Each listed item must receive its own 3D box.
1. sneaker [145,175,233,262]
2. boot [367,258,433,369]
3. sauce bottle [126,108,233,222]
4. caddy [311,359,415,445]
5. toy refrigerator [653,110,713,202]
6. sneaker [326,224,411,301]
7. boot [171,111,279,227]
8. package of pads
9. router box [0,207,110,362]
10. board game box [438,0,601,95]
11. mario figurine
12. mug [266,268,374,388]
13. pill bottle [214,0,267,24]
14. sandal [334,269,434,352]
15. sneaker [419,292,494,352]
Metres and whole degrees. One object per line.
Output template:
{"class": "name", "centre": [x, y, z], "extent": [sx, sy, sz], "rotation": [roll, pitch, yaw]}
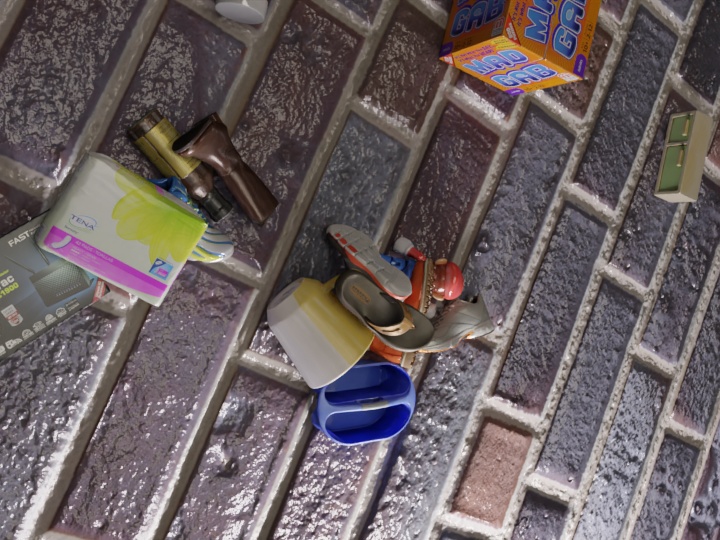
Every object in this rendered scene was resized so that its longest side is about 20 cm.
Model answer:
{"class": "sneaker", "centre": [-0.278, -0.083, 1.186], "extent": [0.200, 0.076, 0.105], "rotation": [18, 124, -27]}
{"class": "boot", "centre": [0.070, 0.066, 1.355], "extent": [0.107, 0.075, 0.201], "rotation": [18, 95, 12]}
{"class": "sauce bottle", "centre": [-0.284, -0.163, 1.208], "extent": [0.065, 0.065, 0.200], "rotation": [-46, 113, -19]}
{"class": "caddy", "centre": [0.004, 0.235, 1.361], "extent": [0.199, 0.105, 0.142], "rotation": [-3, 93, -28]}
{"class": "toy refrigerator", "centre": [0.753, -0.266, 1.768], "extent": [0.070, 0.076, 0.201], "rotation": [16, 85, -28]}
{"class": "sneaker", "centre": [0.000, 0.000, 1.334], "extent": [0.077, 0.200, 0.082], "rotation": [-14, 142, -47]}
{"class": "boot", "centre": [-0.204, -0.144, 1.202], "extent": [0.064, 0.187, 0.200], "rotation": [-25, 109, 17]}
{"class": "package of pads", "centre": [-0.340, -0.062, 1.094], "extent": [0.200, 0.068, 0.155], "rotation": [31, 91, -29]}
{"class": "router box", "centre": [-0.492, 0.021, 1.102], "extent": [0.200, 0.062, 0.150], "rotation": [-37, 108, -22]}
{"class": "board game box", "centre": [0.305, -0.476, 1.438], "extent": [0.199, 0.200, 0.201], "rotation": [17, 85, -28]}
{"class": "mario figurine", "centre": [0.100, 0.016, 1.437], "extent": [0.199, 0.106, 0.124], "rotation": [9, 124, -19]}
{"class": "mug", "centre": [-0.067, 0.083, 1.301], "extent": [0.187, 0.149, 0.153], "rotation": [-45, 103, -18]}
{"class": "pill bottle", "centre": [-0.175, -0.511, 1.223], "extent": [0.111, 0.111, 0.201], "rotation": [13, 86, -29]}
{"class": "sandal", "centre": [0.046, 0.067, 1.238], "extent": [0.200, 0.055, 0.082], "rotation": [41, 72, -21]}
{"class": "sneaker", "centre": [0.170, 0.100, 1.474], "extent": [0.200, 0.076, 0.092], "rotation": [-17, 93, -35]}
